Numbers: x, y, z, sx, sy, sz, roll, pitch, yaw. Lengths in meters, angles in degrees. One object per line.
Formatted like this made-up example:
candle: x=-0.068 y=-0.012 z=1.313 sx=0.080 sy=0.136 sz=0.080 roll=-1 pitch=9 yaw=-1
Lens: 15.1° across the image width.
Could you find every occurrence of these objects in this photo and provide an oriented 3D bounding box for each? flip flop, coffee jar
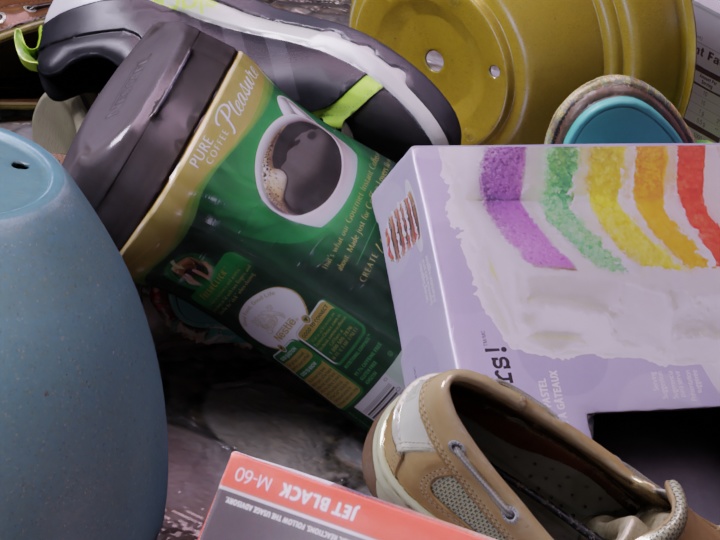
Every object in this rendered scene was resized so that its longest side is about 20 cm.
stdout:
flip flop: x=-0.131 y=-0.019 z=1.200 sx=0.057 sy=0.081 sz=0.200 roll=-10 pitch=35 yaw=-7
coffee jar: x=-0.026 y=-0.013 z=1.114 sx=0.199 sy=0.085 sz=0.105 roll=33 pitch=50 yaw=-8

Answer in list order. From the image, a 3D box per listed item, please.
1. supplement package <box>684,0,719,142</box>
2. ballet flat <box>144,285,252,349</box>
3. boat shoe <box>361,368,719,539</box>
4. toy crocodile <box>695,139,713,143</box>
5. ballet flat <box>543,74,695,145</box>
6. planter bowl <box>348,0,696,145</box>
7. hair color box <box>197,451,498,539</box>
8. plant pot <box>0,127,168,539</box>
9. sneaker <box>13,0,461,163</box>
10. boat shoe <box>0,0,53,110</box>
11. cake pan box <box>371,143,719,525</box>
supplement package: x=0.216 y=-0.117 z=1.472 sx=0.199 sy=0.111 sz=0.156 roll=-13 pitch=34 yaw=-38
ballet flat: x=0.000 y=0.000 z=1.204 sx=0.199 sy=0.076 sz=0.064 roll=7 pitch=14 yaw=-14
boat shoe: x=0.095 y=0.102 z=0.955 sx=0.199 sy=0.076 sz=0.072 roll=31 pitch=58 yaw=-8
toy crocodile: x=0.187 y=-0.006 z=1.300 sx=0.067 sy=0.062 sz=0.200 roll=41 pitch=1 yaw=-39
ballet flat: x=0.123 y=-0.027 z=1.184 sx=0.070 sy=0.200 sz=0.071 roll=-17 pitch=46 yaw=18
planter bowl: x=0.055 y=-0.112 z=1.311 sx=0.200 sy=0.201 sz=0.083 roll=25 pitch=37 yaw=29
hair color box: x=0.020 y=0.119 z=0.857 sx=0.110 sy=0.064 sz=0.200 roll=18 pitch=-9 yaw=15
plant pot: x=-0.163 y=0.021 z=1.025 sx=0.199 sy=0.135 sz=0.200 roll=9 pitch=26 yaw=-4
sneaker: x=-0.055 y=-0.072 z=1.190 sx=0.199 sy=0.072 sz=0.083 roll=23 pitch=71 yaw=11
boat shoe: x=-0.141 y=-0.110 z=1.385 sx=0.199 sy=0.072 sz=0.068 roll=-10 pitch=35 yaw=-17
cake pan box: x=0.110 y=0.047 z=1.062 sx=0.183 sy=0.052 sz=0.201 roll=-1 pitch=66 yaw=-21
